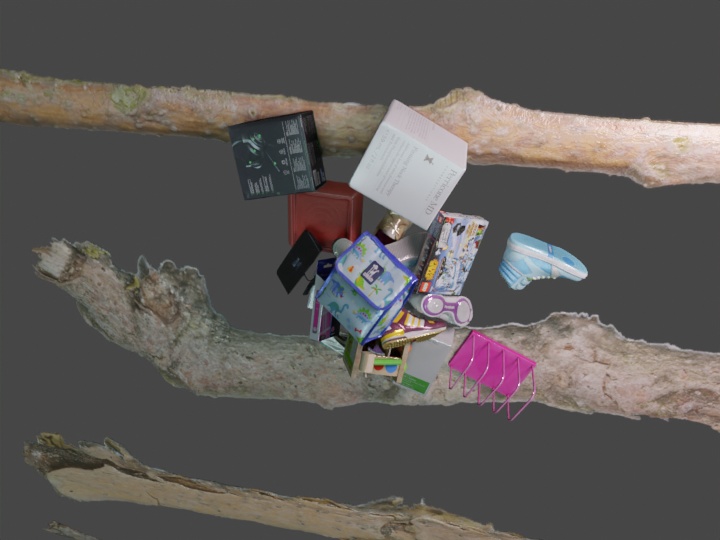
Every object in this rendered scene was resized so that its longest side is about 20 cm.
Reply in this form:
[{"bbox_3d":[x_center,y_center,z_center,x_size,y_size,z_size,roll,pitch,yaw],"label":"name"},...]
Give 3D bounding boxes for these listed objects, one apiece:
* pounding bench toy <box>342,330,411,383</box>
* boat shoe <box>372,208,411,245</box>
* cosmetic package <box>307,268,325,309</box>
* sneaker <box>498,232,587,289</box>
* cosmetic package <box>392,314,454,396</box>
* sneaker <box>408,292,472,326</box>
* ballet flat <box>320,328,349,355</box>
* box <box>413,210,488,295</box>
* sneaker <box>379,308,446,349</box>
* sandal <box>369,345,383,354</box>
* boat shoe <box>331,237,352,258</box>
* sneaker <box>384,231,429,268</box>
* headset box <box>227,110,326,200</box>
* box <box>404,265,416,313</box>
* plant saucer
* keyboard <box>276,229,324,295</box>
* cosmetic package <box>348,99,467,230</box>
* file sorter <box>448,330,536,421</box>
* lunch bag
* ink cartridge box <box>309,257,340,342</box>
[{"bbox_3d":[0.056,0.218,1.410,0.154,0.200,0.126,10,101,-14],"label":"pounding bench toy"},{"bbox_3d":[0.077,-0.098,1.339,0.073,0.069,0.201,30,123,-5],"label":"boat shoe"},{"bbox_3d":[-0.032,0.069,1.448,0.197,0.071,0.103,14,103,6],"label":"cosmetic package"},{"bbox_3d":[0.426,0.004,1.311,0.198,0.080,0.132,26,121,9],"label":"sneaker"},{"bbox_3d":[0.172,0.235,1.504,0.106,0.085,0.202,21,124,3],"label":"cosmetic package"},{"bbox_3d":[0.208,0.088,1.404,0.198,0.099,0.076,19,88,-35],"label":"sneaker"},{"bbox_3d":[-0.036,0.216,1.561,0.199,0.070,0.070,35,122,-5],"label":"ballet flat"},{"bbox_3d":[0.209,-0.039,1.302,0.135,0.040,0.202,4,117,-31],"label":"box"},{"bbox_3d":[0.128,0.131,1.364,0.075,0.198,0.091,-43,60,50],"label":"sneaker"},{"bbox_3d":[0.009,0.165,1.522,0.082,0.050,0.203,-28,109,27],"label":"sandal"},{"bbox_3d":[0.000,0.000,1.373,0.075,0.060,0.201,-32,102,-3],"label":"boat shoe"},{"bbox_3d":[0.115,-0.037,1.346,0.197,0.075,0.082,-13,155,-15],"label":"sneaker"},{"bbox_3d":[-0.198,-0.266,1.278,0.197,0.093,0.177,-6,108,16],"label":"headset box"},{"bbox_3d":[0.133,0.058,1.435,0.041,0.039,0.202,15,122,2],"label":"box"},{"bbox_3d":[-0.095,-0.128,1.384,0.196,0.037,0.203,9,121,8],"label":"plant saucer"},{"bbox_3d":[-0.149,-0.002,1.417,0.128,0.020,0.200,58,135,17],"label":"keyboard"},{"bbox_3d":[0.107,-0.233,1.195,0.198,0.167,0.168,28,123,-5],"label":"cosmetic package"},{"bbox_3d":[0.351,0.288,1.466,0.198,0.126,0.140,27,123,-3],"label":"file sorter"},{"bbox_3d":[0.018,0.039,1.248,0.170,0.127,0.201,43,114,17],"label":"lunch bag"},{"bbox_3d":[-0.080,0.071,1.369,0.037,0.094,0.203,12,103,31],"label":"ink cartridge box"}]
